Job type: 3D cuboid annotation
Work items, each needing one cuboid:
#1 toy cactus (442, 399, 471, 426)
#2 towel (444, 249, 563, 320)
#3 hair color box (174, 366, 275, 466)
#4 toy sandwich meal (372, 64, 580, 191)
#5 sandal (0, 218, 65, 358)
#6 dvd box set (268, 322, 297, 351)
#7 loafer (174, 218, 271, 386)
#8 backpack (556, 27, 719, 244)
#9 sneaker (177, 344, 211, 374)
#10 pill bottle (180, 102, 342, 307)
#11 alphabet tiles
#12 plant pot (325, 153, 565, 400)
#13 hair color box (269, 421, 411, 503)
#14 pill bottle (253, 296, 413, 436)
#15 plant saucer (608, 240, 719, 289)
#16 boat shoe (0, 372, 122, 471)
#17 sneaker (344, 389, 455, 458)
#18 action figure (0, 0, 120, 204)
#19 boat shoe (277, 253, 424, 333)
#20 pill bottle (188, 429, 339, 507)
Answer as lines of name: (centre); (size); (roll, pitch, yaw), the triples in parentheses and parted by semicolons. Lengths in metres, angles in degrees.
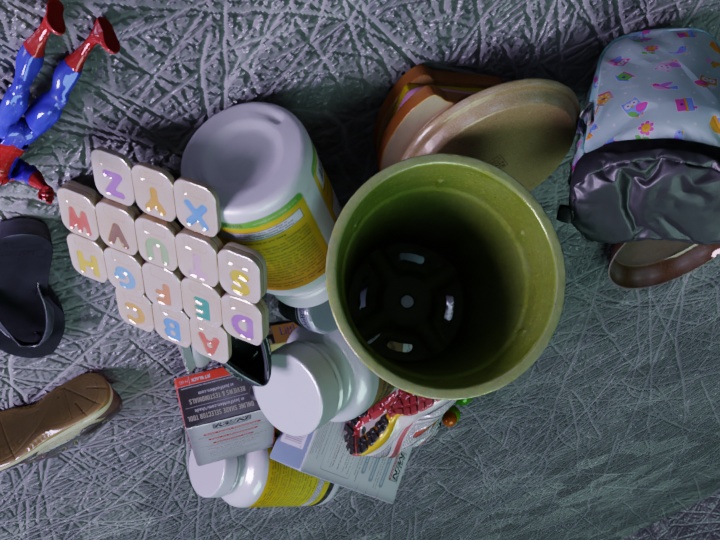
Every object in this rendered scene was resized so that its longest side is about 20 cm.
toy cactus: (0.067, 0.160, 1.269); (0.164, 0.103, 0.200); (-4, -177, 14)
towel: (0.151, 0.029, 1.120); (0.164, 0.086, 0.200); (-18, 149, -6)
hair color box: (-0.152, 0.167, 1.090); (0.101, 0.062, 0.200); (-13, 160, -12)
toy sandwich meal: (0.105, -0.123, 0.877); (0.204, 0.071, 0.206); (-18, 152, -10)
sandal: (-0.317, 0.031, 0.879); (0.076, 0.043, 0.201); (-10, 147, -18)
dvd box set: (-0.064, 0.107, 1.166); (0.199, 0.030, 0.147); (-8, 147, -22)
loafer: (-0.131, 0.030, 0.864); (0.068, 0.070, 0.201); (-35, 131, -11)
backpack: (0.268, -0.121, 0.843); (0.166, 0.201, 0.127); (7, 136, 12)
sneaker: (-0.159, 0.038, 0.964); (0.080, 0.077, 0.200); (-22, 152, -17)
pill bottle: (-0.073, -0.046, 0.840); (0.110, 0.112, 0.200); (-22, 149, 2)
alphabet tiles: (-0.167, -0.006, 0.795); (0.199, 0.015, 0.197); (20, 135, 17)
plant pot: (0.057, 0.019, 0.854); (0.199, 0.201, 0.190); (-14, 173, -11)
hair color box: (-0.017, 0.226, 1.218); (0.060, 0.100, 0.200); (11, 165, 42)
pill bottle: (-0.017, 0.096, 1.011); (0.200, 0.115, 0.114); (-25, 163, -52)
plant saucer: (0.402, -0.047, 1.204); (0.199, 0.035, 0.201); (-15, 148, -10)
boat shoe: (-0.361, 0.186, 1.068); (0.199, 0.074, 0.065); (-24, 144, 5)
sneaker: (0.069, 0.159, 1.132); (0.082, 0.078, 0.200); (22, 130, -37)
action figure: (-0.246, -0.089, 0.688); (0.065, 0.100, 0.200); (14, 138, -42)
boat shoe: (0.001, 0.003, 0.992); (0.199, 0.068, 0.074); (-36, 120, -30)
pill bottle: (-0.129, 0.266, 1.294); (0.199, 0.113, 0.112); (12, 137, -43)
